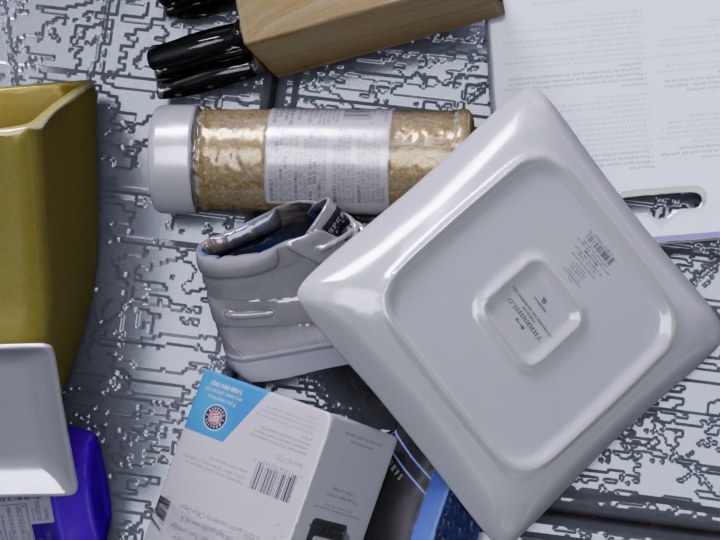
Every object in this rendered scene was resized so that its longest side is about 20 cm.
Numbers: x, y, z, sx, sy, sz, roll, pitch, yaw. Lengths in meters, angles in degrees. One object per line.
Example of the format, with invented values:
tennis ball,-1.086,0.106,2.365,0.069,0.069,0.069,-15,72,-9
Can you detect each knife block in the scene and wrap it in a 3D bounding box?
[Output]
knife block,-0.036,-0.155,1.411,0.200,0.064,0.176,33,87,23

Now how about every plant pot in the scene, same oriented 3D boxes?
plant pot,-0.257,0.005,1.375,0.193,0.196,0.201,-5,101,5

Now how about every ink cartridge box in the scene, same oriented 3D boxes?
ink cartridge box,0.179,-0.113,1.418,0.199,0.041,0.201,-4,85,6
ink cartridge box,-0.069,0.174,1.372,0.116,0.068,0.201,16,85,43

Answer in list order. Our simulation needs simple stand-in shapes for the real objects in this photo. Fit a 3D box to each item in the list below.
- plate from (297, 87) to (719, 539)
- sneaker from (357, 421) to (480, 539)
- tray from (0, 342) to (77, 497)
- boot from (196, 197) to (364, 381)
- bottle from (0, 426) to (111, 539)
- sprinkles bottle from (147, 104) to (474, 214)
plate,0.096,0.025,1.347,0.200,0.032,0.200,-41,98,-16
sneaker,0.046,0.103,1.394,0.078,0.070,0.201,8,67,37
tray,-0.264,0.083,1.305,0.199,0.022,0.108,-2,124,4
boot,0.000,0.000,1.383,0.199,0.074,0.096,-15,118,10
bottle,-0.257,0.144,1.413,0.199,0.065,0.084,-6,116,5
sprinkles bottle,-0.030,-0.068,1.418,0.199,0.068,0.069,1,84,5
